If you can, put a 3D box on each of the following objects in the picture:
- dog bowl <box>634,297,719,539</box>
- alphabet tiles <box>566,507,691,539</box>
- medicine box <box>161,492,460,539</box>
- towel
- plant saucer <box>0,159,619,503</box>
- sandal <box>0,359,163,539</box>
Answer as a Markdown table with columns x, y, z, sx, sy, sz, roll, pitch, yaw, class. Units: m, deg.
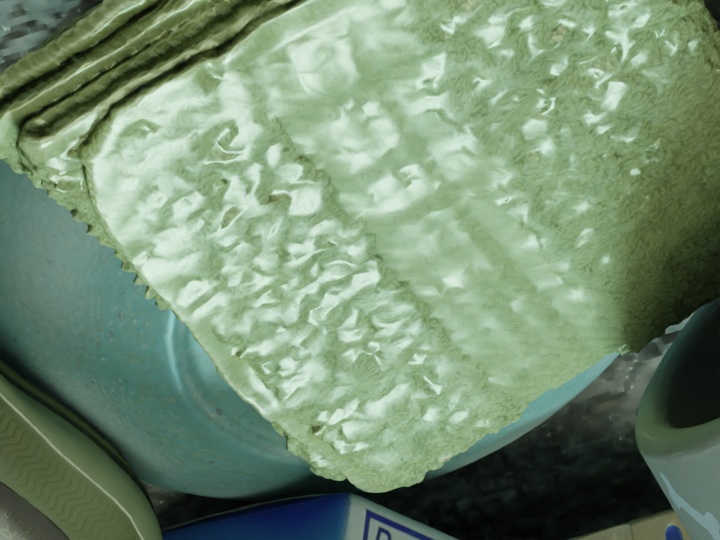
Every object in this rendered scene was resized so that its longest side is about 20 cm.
| x | y | z | sx | sy | sz | roll | pitch | yaw | class |
| --- | --- | --- | --- | --- | --- | --- | --- | --- | --- |
| 0.148 | 0.002 | 0.674 | 0.200 | 0.200 | 0.059 | -42 | 95 | 20 | dog bowl |
| 0.092 | 0.151 | 0.769 | 0.200 | 0.168 | 0.008 | -10 | 177 | -42 | alphabet tiles |
| 0.018 | 0.186 | 0.769 | 0.182 | 0.200 | 0.103 | 27 | 152 | -34 | medicine box |
| 0.016 | -0.026 | 0.635 | 0.148 | 0.037 | 0.200 | -31 | 142 | 9 | towel |
| 0.000 | 0.000 | 0.722 | 0.201 | 0.039 | 0.201 | -9 | 133 | -9 | plant saucer |
| -0.129 | 0.039 | 0.694 | 0.201 | 0.057 | 0.080 | 35 | 115 | -22 | sandal |
